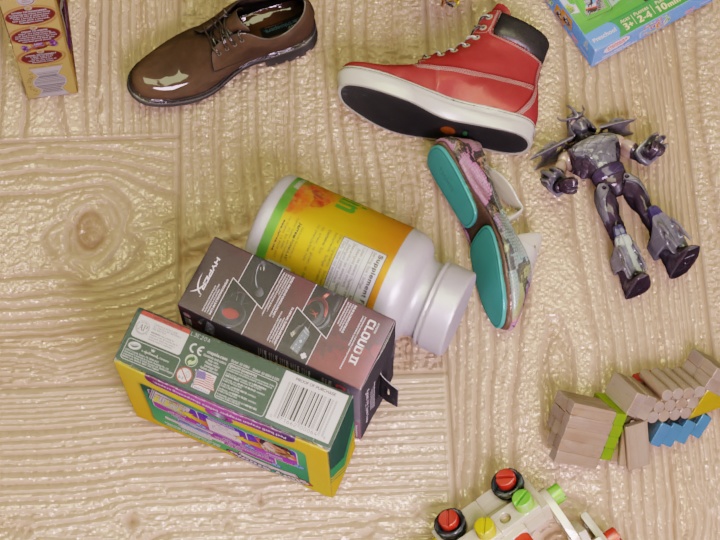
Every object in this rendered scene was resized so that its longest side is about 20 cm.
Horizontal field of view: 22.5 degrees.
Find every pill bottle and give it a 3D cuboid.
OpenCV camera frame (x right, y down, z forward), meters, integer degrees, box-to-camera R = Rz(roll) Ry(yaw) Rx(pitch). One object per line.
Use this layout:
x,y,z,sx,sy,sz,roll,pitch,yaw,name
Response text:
0.000,0.000,1.658,0.199,0.111,0.112,24,70,9,pill bottle

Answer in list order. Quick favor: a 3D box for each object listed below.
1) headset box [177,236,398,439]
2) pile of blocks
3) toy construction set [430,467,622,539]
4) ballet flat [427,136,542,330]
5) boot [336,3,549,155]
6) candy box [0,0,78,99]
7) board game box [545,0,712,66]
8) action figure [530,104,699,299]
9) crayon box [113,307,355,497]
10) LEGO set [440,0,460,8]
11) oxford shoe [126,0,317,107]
-0.053,0.067,1.610,0.199,0.149,0.075,25,70,9,headset box
0.253,0.126,1.646,0.198,0.083,0.062,-12,25,-15,pile of blocks
0.130,0.251,1.568,0.199,0.093,0.131,-24,45,-18,toy construction set
0.127,-0.041,1.707,0.071,0.069,0.201,-11,67,-26,ballet flat
0.081,-0.203,1.766,0.198,0.072,0.145,13,68,-4,boot
-0.309,-0.261,1.713,0.056,0.200,0.118,-9,68,-4,candy box
0.243,-0.323,1.831,0.151,0.037,0.201,-29,70,-11,board game box
0.243,-0.078,1.716,0.129,0.069,0.201,-24,67,-5,action figure
-0.105,0.118,1.576,0.199,0.173,0.059,22,72,8,crayon box
0.072,-0.354,1.816,0.199,0.116,0.155,28,103,27,LEGO set
-0.138,-0.224,1.763,0.199,0.085,0.073,-27,72,-9,oxford shoe
